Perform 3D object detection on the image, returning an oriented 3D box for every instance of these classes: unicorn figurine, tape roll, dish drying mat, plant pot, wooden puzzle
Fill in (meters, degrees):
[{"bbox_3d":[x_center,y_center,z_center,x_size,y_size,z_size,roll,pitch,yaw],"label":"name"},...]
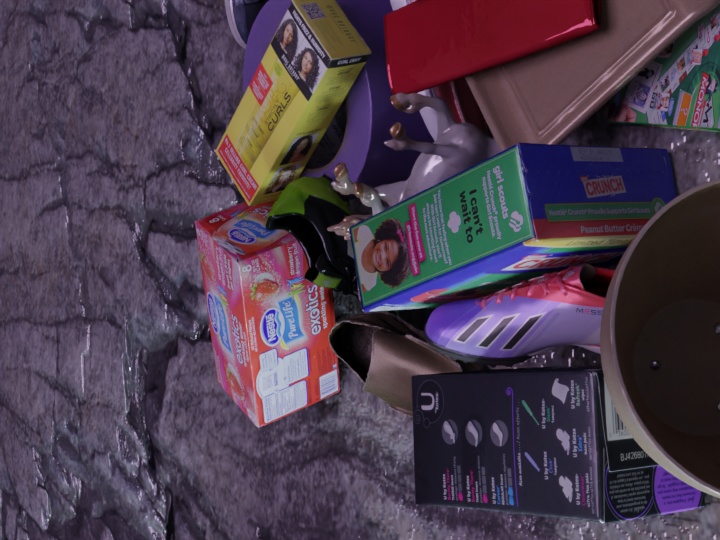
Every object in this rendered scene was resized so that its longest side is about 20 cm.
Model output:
[{"bbox_3d":[0.068,-0.086,1.065,0.200,0.137,0.074,-35,44,43],"label":"unicorn figurine"},{"bbox_3d":[-0.022,-0.166,1.199,0.199,0.084,0.202,19,115,48],"label":"tape roll"},{"bbox_3d":[0.099,-0.195,0.998,0.199,0.018,0.078,-13,74,40],"label":"dish drying mat"},{"bbox_3d":[0.240,0.053,0.823,0.135,0.198,0.202,114,150,-77],"label":"plant pot"},{"bbox_3d":[0.160,-0.206,0.980,0.200,0.037,0.186,-40,58,30],"label":"wooden puzzle"}]

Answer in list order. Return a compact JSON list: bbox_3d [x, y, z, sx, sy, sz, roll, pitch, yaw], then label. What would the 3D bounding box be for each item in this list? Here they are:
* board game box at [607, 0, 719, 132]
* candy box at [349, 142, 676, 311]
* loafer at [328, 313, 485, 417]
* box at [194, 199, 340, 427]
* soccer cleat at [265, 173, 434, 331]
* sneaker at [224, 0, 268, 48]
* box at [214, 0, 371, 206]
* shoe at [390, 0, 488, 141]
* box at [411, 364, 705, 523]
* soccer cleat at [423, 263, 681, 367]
[{"bbox_3d":[0.250,-0.203,0.925,0.134,0.029,0.202,14,99,51],"label":"board game box"},{"bbox_3d":[0.117,-0.029,0.976,0.199,0.168,0.078,-27,71,49],"label":"candy box"},{"bbox_3d":[0.039,0.094,1.154,0.199,0.067,0.077,23,107,51],"label":"loafer"},{"bbox_3d":[-0.089,0.037,1.243,0.095,0.099,0.201,39,143,45],"label":"box"},{"bbox_3d":[0.000,0.000,1.139,0.200,0.081,0.068,41,143,1],"label":"soccer cleat"},{"bbox_3d":[-0.069,-0.316,1.306,0.146,0.076,0.204,30,111,52],"label":"sneaker"},{"bbox_3d":[-0.064,-0.150,1.148,0.076,0.050,0.200,57,139,20],"label":"box"},{"bbox_3d":[0.090,-0.196,1.097,0.090,0.071,0.202,-19,86,32],"label":"shoe"},{"bbox_3d":[0.146,0.127,0.969,0.199,0.121,0.107,-8,83,51],"label":"box"},{"bbox_3d":[0.141,0.026,0.949,0.198,0.068,0.074,-1,128,18],"label":"soccer cleat"}]
